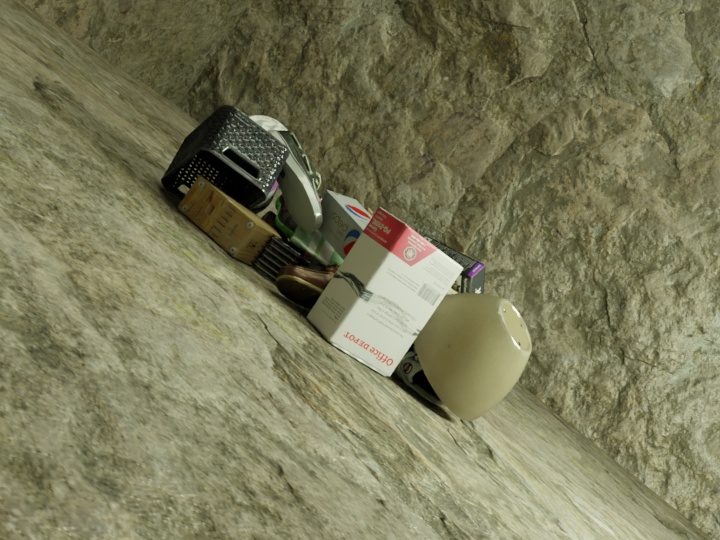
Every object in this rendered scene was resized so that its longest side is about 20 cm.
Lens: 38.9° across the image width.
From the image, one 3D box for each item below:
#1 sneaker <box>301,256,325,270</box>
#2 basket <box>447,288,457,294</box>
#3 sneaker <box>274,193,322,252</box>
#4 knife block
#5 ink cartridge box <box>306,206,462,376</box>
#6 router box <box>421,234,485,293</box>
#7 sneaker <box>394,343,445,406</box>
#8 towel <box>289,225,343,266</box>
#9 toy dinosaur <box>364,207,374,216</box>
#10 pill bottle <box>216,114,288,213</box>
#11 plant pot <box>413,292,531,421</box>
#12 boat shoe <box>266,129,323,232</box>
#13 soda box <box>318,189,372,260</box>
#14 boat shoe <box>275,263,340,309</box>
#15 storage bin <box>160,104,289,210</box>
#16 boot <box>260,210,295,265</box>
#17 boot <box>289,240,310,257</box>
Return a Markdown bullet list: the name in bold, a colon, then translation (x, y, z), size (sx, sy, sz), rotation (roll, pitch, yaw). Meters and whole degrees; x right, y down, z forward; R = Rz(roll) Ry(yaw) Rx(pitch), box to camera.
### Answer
- **sneaker**: translation (-0.024, 0.058, 1.678), size (0.198, 0.082, 0.088), rotation (31, 9, -9)
- **basket**: translation (0.155, 0.128, 1.817), size (0.199, 0.162, 0.198), rotation (39, 3, 1)
- **sneaker**: translation (-0.104, -0.102, 1.810), size (0.077, 0.084, 0.201), rotation (40, 16, -30)
- **knife block**: translation (-0.176, -0.054, 1.636), size (0.199, 0.064, 0.175), rotation (39, 3, 24)
- **ink cartridge box**: translation (0.036, 0.034, 1.513), size (0.144, 0.201, 0.084), rotation (33, 2, -39)
- **router box**: translation (0.166, 0.049, 1.976), size (0.148, 0.051, 0.202), rotation (29, -42, 32)
- **sneaker**: translation (0.077, 0.136, 1.613), size (0.200, 0.074, 0.088), rotation (42, 8, 7)
- **towel**: translation (-0.019, -0.026, 1.703), size (0.199, 0.024, 0.153), rotation (34, 23, -6)
- **toy dinosaur**: translation (-0.037, -0.022, 1.824), size (0.105, 0.202, 0.061), rotation (22, 24, -16)
- **pill bottle**: translation (-0.198, -0.173, 1.834), size (0.111, 0.201, 0.114), rotation (13, 51, -17)
- **plant pot**: translation (0.189, 0.115, 1.599), size (0.200, 0.133, 0.202), rotation (44, 29, -32)
- **boat shoe**: translation (-0.098, -0.154, 1.680), size (0.063, 0.071, 0.202), rotation (-10, 62, -34)
- **soda box**: translation (-0.002, -0.050, 1.634), size (0.067, 0.064, 0.200), rotation (15, 23, -38)
- **boat shoe**: translation (-0.050, 0.025, 1.569), size (0.071, 0.069, 0.199), rotation (-14, -27, 43)
- **storage bin**: translation (-0.222, -0.168, 1.660), size (0.135, 0.095, 0.199), rotation (36, -29, -19)
- **boot**: translation (-0.114, -0.022, 1.820), size (0.199, 0.069, 0.188), rotation (40, 1, 5)
- **boot**: translation (-0.045, -0.028, 1.956), size (0.197, 0.073, 0.145), rotation (17, -29, -2)
